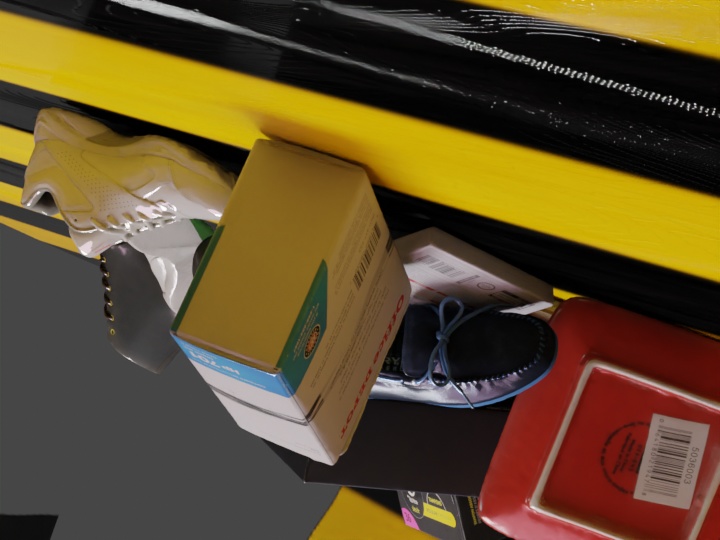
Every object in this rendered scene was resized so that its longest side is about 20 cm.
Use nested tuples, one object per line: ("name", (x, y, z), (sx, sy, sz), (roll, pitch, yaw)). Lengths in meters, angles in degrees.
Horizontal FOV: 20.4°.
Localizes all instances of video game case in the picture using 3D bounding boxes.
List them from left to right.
("video game case", (0.026, 0.022, 1.519), (0.199, 0.018, 0.143), (-19, 149, 39))

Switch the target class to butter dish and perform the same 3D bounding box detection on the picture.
("butter dish", (0.211, 0.123, 1.559), (0.198, 0.201, 0.148), (20, -166, 0))

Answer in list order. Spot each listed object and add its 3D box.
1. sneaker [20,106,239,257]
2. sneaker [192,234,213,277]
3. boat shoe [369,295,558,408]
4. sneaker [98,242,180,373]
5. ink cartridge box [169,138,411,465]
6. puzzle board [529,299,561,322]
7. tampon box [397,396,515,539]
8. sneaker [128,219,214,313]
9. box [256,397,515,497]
("sneaker", (-0.167, -0.051, 1.471), (0.199, 0.100, 0.078), (16, 174, 33))
("sneaker", (-0.097, 0.019, 1.676), (0.091, 0.076, 0.200), (45, 176, 33))
("boat shoe", (0.046, 0.065, 1.492), (0.199, 0.085, 0.069), (-11, 150, 22))
("sneaker", (-0.227, 0.001, 1.865), (0.200, 0.106, 0.075), (45, -167, -2))
("ink cartridge box", (-0.040, 0.025, 1.339), (0.085, 0.147, 0.200), (19, 162, 16))
("puzzle board", (0.188, 0.050, 1.655), (0.199, 0.017, 0.151), (20, 173, -5))
("tampon box", (0.143, 0.170, 1.921), (0.199, 0.127, 0.150), (-17, -171, -20))
("sneaker", (-0.165, -0.034, 1.734), (0.089, 0.075, 0.200), (53, 176, 35))
("box", (0.030, 0.127, 1.646), (0.199, 0.079, 0.141), (7, -173, -21))
